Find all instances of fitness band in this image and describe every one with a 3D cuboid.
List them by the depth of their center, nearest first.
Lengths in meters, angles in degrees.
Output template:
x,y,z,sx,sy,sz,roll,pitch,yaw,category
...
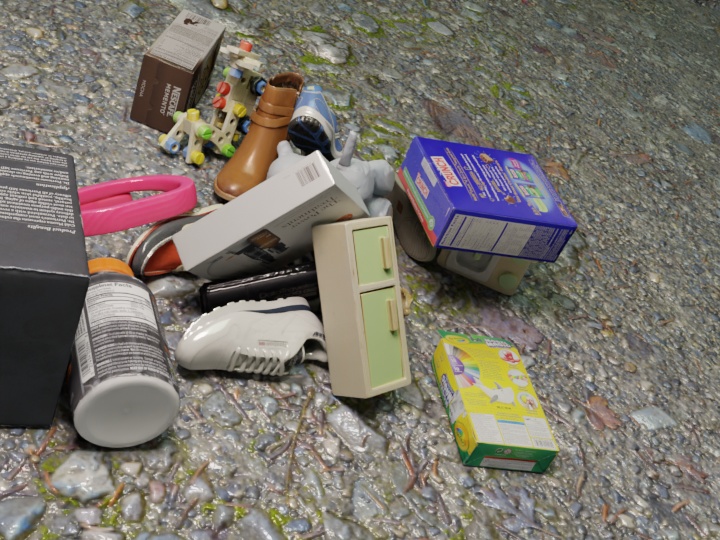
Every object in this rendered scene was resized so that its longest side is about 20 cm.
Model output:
x,y,z,sx,sy,sz,roll,pitch,yaw,category
-0.296,-0.082,1.198,0.143,0.038,0.199,10,24,44,fitness band

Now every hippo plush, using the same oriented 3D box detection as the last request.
x,y,z,sx,sy,sz,roll,pitch,yaw,category
-0.055,-0.095,1.362,0.160,0.161,0.200,6,-6,21,hippo plush

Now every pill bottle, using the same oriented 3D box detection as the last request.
x,y,z,sx,sy,sz,roll,pitch,yaw,category
-0.255,0.076,1.012,0.106,0.107,0.201,4,38,-27,pill bottle

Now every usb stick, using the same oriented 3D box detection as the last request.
x,y,z,sx,sy,sz,roll,pitch,yaw,category
-0.096,0.019,1.180,0.199,0.056,0.033,-12,45,-13,usb stick

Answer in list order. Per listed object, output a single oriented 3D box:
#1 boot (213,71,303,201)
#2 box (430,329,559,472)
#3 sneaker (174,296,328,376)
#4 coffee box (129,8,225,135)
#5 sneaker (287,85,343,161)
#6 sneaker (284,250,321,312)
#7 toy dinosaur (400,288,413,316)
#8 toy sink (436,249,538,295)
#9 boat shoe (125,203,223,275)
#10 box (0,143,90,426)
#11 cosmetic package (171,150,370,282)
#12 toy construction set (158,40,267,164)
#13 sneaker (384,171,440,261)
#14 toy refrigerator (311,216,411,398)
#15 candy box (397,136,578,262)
x,y,z,sx,sy,sz,roll,pitch,yaw,category
-0.139,-0.192,1.404,0.076,0.156,0.200,29,34,8,boot
0.160,0.156,1.216,0.117,0.049,0.201,10,39,-20,box
-0.119,0.085,1.120,0.199,0.077,0.081,-12,57,-40,sneaker
-0.282,-0.311,1.516,0.079,0.113,0.201,21,35,-5,coffee box
-0.056,-0.194,1.438,0.075,0.200,0.078,5,66,7,sneaker
-0.095,-0.022,1.276,0.077,0.079,0.200,-9,43,-25,sneaker
0.000,0.000,1.273,0.200,0.101,0.058,48,34,22,toy dinosaur
0.195,-0.050,1.460,0.130,0.113,0.200,22,33,-2,toy sink
-0.210,-0.031,1.223,0.062,0.071,0.200,38,32,16,boat shoe
-0.350,0.013,0.952,0.123,0.201,0.197,7,38,-25,box
-0.101,-0.052,1.155,0.052,0.199,0.151,63,10,15,cosmetic package
-0.203,-0.249,1.427,0.131,0.201,0.092,6,35,-51,toy construction set
0.107,-0.086,1.485,0.105,0.075,0.201,4,38,-24,sneaker
0.004,0.042,1.139,0.076,0.202,0.070,-10,5,-41,toy refrigerator
0.172,-0.098,1.343,0.199,0.077,0.170,7,38,-25,candy box
